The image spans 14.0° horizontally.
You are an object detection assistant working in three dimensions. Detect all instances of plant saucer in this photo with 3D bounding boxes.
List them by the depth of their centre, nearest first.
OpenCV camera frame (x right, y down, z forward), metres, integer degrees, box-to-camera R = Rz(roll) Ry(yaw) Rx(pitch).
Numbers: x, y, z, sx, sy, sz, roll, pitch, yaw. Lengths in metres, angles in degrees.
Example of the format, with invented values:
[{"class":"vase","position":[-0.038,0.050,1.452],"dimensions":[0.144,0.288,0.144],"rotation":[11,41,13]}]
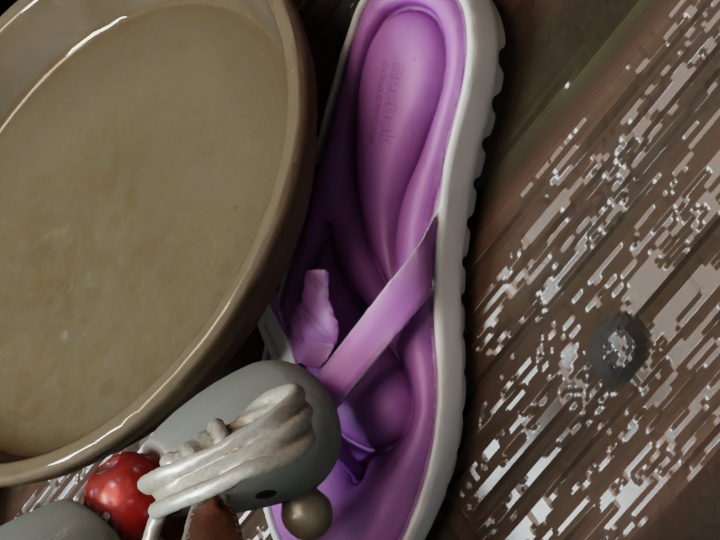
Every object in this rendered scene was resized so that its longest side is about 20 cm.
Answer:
[{"class":"plant saucer","position":[-0.088,-0.019,0.963],"dimensions":[0.199,0.029,0.201],"rotation":[-22,52,31]}]

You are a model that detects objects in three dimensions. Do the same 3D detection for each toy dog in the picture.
[{"class":"toy dog","position":[-0.079,0.114,0.853],"dimensions":[0.199,0.132,0.097],"rotation":[-29,99,-4]}]

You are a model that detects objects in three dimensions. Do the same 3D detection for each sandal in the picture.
[{"class":"sandal","position":[-0.006,0.000,0.927],"dimensions":[0.082,0.050,0.204],"rotation":[2,81,42]}]
